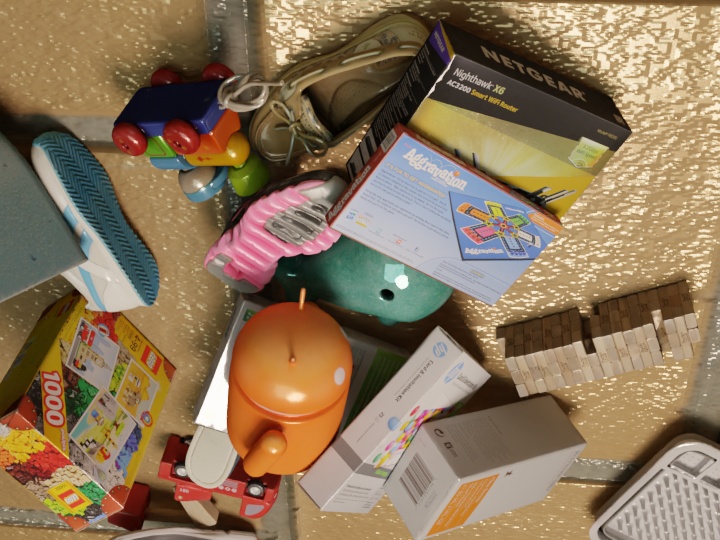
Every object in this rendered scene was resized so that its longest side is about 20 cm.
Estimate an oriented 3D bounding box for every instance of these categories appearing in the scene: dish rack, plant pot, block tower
[{"bbox_3d":[0.374,0.269,1.108,0.169,0.044,0.201,26,124,-11],"label":"dish rack"},{"bbox_3d":[-0.410,-0.045,0.887,0.194,0.195,0.203,-17,100,43],"label":"plant pot"},{"bbox_3d":[0.238,0.072,0.981,0.197,0.058,0.055,-16,121,19],"label":"block tower"}]

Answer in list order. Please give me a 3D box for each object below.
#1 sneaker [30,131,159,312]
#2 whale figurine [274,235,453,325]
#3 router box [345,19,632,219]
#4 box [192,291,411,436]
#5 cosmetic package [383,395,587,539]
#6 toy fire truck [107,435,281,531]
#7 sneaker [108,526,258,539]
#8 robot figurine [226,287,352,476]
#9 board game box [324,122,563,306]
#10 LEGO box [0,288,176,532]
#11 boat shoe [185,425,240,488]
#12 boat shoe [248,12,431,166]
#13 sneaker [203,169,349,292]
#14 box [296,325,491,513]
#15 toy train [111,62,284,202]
[{"bbox_3d":[-0.277,-0.040,0.960,0.079,0.077,0.202,-12,121,18],"label":"sneaker"},{"bbox_3d":[0.000,0.000,0.933,0.196,0.105,0.161,-13,123,20],"label":"whale figurine"},{"bbox_3d":[0.110,-0.105,0.838,0.197,0.053,0.158,15,128,-29],"label":"router box"},{"bbox_3d":[-0.060,0.121,1.022,0.197,0.036,0.146,21,103,-16],"label":"box"},{"bbox_3d":[0.131,0.202,1.010,0.197,0.072,0.102,-6,136,-39],"label":"cosmetic package"},{"bbox_3d":[-0.202,0.272,1.183,0.196,0.049,0.143,15,126,-4],"label":"toy fire truck"},{"bbox_3d":[-0.213,0.374,1.178,0.196,0.114,0.077,9,155,-25],"label":"sneaker"},{"bbox_3d":[-0.068,0.113,0.909,0.117,0.143,0.202,43,144,26],"label":"robot figurine"},{"bbox_3d":[0.076,-0.042,0.831,0.198,0.020,0.103,25,118,-34],"label":"board game box"},{"bbox_3d":[-0.289,0.137,1.007,0.076,0.202,0.149,-28,118,25],"label":"LEGO box"},{"bbox_3d":[-0.129,0.146,1.072,0.074,0.062,0.203,24,104,3],"label":"boat shoe"},{"bbox_3d":[-0.024,-0.152,0.854,0.198,0.063,0.073,-33,115,26],"label":"boat shoe"},{"bbox_3d":[-0.072,-0.056,0.895,0.079,0.097,0.199,37,142,-22],"label":"sneaker"},{"bbox_3d":[0.039,0.155,0.969,0.041,0.156,0.201,41,91,22],"label":"box"},{"bbox_3d":[-0.115,-0.112,0.852,0.197,0.086,0.116,4,144,38],"label":"toy train"}]
